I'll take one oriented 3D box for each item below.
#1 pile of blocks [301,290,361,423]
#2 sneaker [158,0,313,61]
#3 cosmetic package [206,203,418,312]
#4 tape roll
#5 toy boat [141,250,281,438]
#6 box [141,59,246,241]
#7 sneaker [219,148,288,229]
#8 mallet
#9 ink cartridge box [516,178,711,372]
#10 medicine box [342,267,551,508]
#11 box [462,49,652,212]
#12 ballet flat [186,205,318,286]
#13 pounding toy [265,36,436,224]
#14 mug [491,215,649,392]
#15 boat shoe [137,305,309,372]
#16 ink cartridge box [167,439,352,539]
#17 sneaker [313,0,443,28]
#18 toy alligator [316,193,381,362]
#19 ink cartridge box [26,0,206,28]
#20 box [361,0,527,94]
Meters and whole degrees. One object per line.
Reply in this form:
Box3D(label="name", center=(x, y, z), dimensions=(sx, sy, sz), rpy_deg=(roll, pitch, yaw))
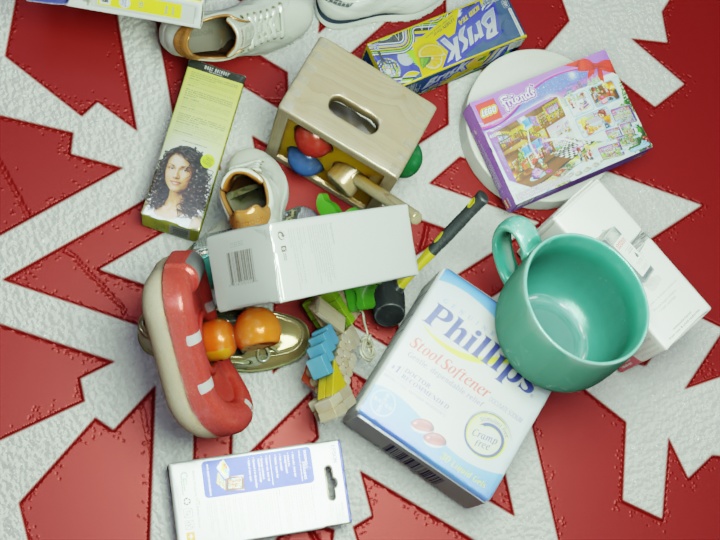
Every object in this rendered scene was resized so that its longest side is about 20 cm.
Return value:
Box3D(label="pile of blocks", center=(-0.045, 0.084, 1.398), dimensions=(0.082, 0.062, 0.202), rpy_deg=(41, 39, -34))
Box3D(label="sneaker", center=(-0.133, -0.281, 1.471), dimensions=(0.197, 0.084, 0.074), rpy_deg=(-18, 119, -25))
Box3D(label="cosmetic package", center=(-0.047, -0.014, 1.278), dimensions=(0.198, 0.112, 0.083), rpy_deg=(-9, 90, -42))
Box3D(label="tape roll", center=(0.223, -0.177, 1.551), dimensions=(0.199, 0.037, 0.207), rpy_deg=(3, 75, -9))
Box3D(label="toy boat", center=(-0.146, 0.075, 1.308), dimensions=(0.128, 0.131, 0.203), rpy_deg=(-11, 108, 5))
Box3D(label="box", center=(-0.196, -0.142, 1.460), dimensions=(0.074, 0.050, 0.203), rpy_deg=(15, 73, -6))
Box3D(label="sneaker", center=(-0.121, -0.097, 1.389), dimensions=(0.072, 0.086, 0.201), rpy_deg=(-17, 37, 0))
Box3D(label="mallet", center=(0.076, -0.024, 1.419), dimensions=(0.041, 0.201, 0.066), rpy_deg=(26, 27, -27))
Box3D(label="ink cartridge box", center=(0.293, 0.008, 1.460), dimensions=(0.084, 0.146, 0.201), rpy_deg=(-38, 85, -18))
Box3D(label="medicine box", center=(0.108, 0.136, 1.418), dimensions=(0.181, 0.103, 0.202), rpy_deg=(33, 73, -1))
Box3D(label="box", center=(0.241, -0.172, 1.513), dimensions=(0.197, 0.039, 0.139), rpy_deg=(-22, 82, -14))
Box3D(label="ballet flat", center=(-0.135, -0.031, 1.443), dimensions=(0.197, 0.072, 0.073), rpy_deg=(-15, 79, -14))
Box3D(label="pounding toy", center=(-0.004, -0.138, 1.423), dimensions=(0.198, 0.184, 0.144), rpy_deg=(31, 73, -1))
Box3D(label="mug", center=(0.220, 0.040, 1.355), dimensions=(0.149, 0.115, 0.188), rpy_deg=(2, 62, -19))
Box3D(label="boat shoe", center=(-0.154, 0.072, 1.407), dimensions=(0.197, 0.063, 0.075), rpy_deg=(7, 75, -8))
Box3D(label="ink cartridge box", center=(-0.113, 0.251, 1.385), dimensions=(0.196, 0.037, 0.096), rpy_deg=(-7, 77, -9))
Box3D(label="sneaker", center=(0.040, -0.356, 1.541), dimensions=(0.197, 0.081, 0.077), rpy_deg=(-21, 79, -16))
Box3D(label="toy alligator", center=(0.000, 0.000, 1.408), dimensions=(0.059, 0.054, 0.203), rpy_deg=(-3, 72, -56))
Box3D(label="ink cartridge box", center=(-0.273, -0.360, 1.450), dimensions=(0.196, 0.047, 0.199), rpy_deg=(10, 38, -9))
Box3D(label="box", center=(0.103, -0.274, 1.539), dimensions=(0.197, 0.064, 0.071), rpy_deg=(-24, 81, -15))
